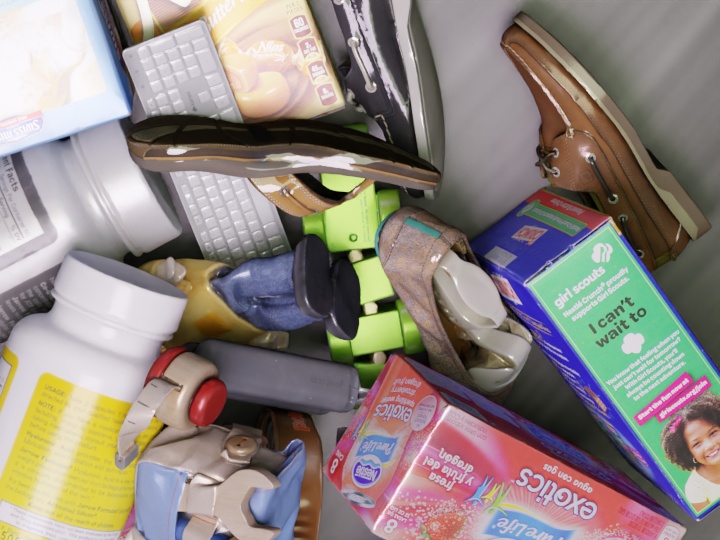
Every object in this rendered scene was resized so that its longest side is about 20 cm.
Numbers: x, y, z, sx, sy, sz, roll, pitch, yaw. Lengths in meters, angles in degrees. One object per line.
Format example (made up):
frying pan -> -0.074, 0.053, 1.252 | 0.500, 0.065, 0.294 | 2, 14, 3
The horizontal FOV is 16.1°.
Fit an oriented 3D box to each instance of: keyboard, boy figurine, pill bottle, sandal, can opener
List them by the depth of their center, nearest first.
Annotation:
pill bottle -> -0.181, 0.094, 1.593 | 0.111, 0.111, 0.200 | 21, 96, -9
sandal -> -0.050, -0.061, 1.620 | 0.200, 0.082, 0.055 | 1, 109, -16
can opener -> -0.027, 0.092, 1.651 | 0.200, 0.053, 0.067 | 12, 78, -31
keyboard -> -0.096, -0.071, 1.656 | 0.056, 0.011, 0.200 | -19, 125, 2
pill bottle -> -0.225, -0.020, 1.659 | 0.200, 0.113, 0.113 | -27, 104, 3
boy figurine -> -0.104, 0.027, 1.669 | 0.200, 0.064, 0.124 | -14, 148, 26

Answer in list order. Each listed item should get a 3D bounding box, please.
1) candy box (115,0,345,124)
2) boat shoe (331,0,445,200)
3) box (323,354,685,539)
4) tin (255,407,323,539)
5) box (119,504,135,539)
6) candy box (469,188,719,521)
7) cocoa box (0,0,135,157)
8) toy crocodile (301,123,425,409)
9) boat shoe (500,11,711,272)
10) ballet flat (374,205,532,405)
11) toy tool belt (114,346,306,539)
candy box -> -0.098, -0.182, 1.658 | 0.115, 0.055, 0.200 | -21, 106, 3
boat shoe -> 0.014, -0.138, 1.669 | 0.060, 0.074, 0.200 | -7, 115, 11
box -> 0.091, 0.146, 1.632 | 0.200, 0.103, 0.095 | 28, 97, -27
tin -> -0.057, 0.191, 1.727 | 0.042, 0.112, 0.200 | 3, 105, -15
box -> -0.227, 0.164, 1.712 | 0.200, 0.103, 0.095 | -27, 104, 1
candy box -> 0.169, 0.050, 1.677 | 0.077, 0.169, 0.200 | -39, 104, -2
cocoa box -> -0.256, -0.139, 1.618 | 0.200, 0.131, 0.133 | -18, 105, 1
toy crocodile -> 0.000, 0.000, 1.714 | 0.067, 0.062, 0.200 | -11, 100, -2
boat shoe -> 0.150, -0.079, 1.693 | 0.068, 0.072, 0.200 | -40, 103, 5
ballet flat -> 0.073, 0.036, 1.676 | 0.068, 0.067, 0.200 | -58, 138, -21
toy tool belt -> -0.074, 0.147, 1.577 | 0.123, 0.125, 0.200 | 23, 132, 22
